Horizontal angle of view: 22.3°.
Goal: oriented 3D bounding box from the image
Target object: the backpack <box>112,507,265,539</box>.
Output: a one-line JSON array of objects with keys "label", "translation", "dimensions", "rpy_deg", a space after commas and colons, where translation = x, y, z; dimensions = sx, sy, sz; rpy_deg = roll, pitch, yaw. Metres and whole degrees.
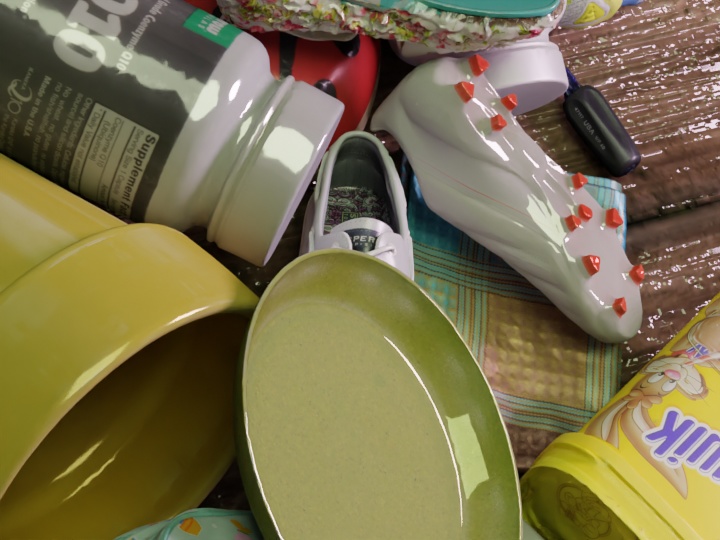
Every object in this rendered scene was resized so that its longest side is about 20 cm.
[{"label": "backpack", "translation": [-0.067, 0.178, 0.847], "dimensions": [0.200, 0.126, 0.168], "rpy_deg": [11, 52, -49]}]

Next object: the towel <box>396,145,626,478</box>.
[{"label": "towel", "translation": [0.086, 0.023, 1.066], "dimensions": [0.146, 0.022, 0.201], "rpy_deg": [11, 62, -12]}]

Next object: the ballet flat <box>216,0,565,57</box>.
[{"label": "ballet flat", "translation": [0.011, -0.152, 1.015], "dimensions": [0.199, 0.064, 0.076], "rpy_deg": [10, 51, -6]}]

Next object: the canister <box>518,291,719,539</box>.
[{"label": "canister", "translation": [0.201, 0.104, 0.997], "dimensions": [0.149, 0.087, 0.200], "rpy_deg": [45, 60, 8]}]

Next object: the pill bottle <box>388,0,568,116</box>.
[{"label": "pill bottle", "translation": [0.059, -0.194, 1.101], "dimensions": [0.112, 0.113, 0.201], "rpy_deg": [-10, 80, -22]}]

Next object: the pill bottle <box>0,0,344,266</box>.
[{"label": "pill bottle", "translation": [-0.117, -0.089, 0.935], "dimensions": [0.199, 0.113, 0.113], "rpy_deg": [27, 60, -1]}]

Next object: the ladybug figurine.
[{"label": "ladybug figurine", "translation": [-0.048, -0.141, 1.073], "dimensions": [0.135, 0.072, 0.201], "rpy_deg": [6, 64, -15]}]

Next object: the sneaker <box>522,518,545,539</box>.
[{"label": "sneaker", "translation": [0.022, 0.152, 0.951], "dimensions": [0.200, 0.075, 0.106], "rpy_deg": [40, 63, 8]}]

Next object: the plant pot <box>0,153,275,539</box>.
[{"label": "plant pot", "translation": [-0.172, 0.038, 0.889], "dimensions": [0.200, 0.201, 0.189], "rpy_deg": [-36, 64, -29]}]

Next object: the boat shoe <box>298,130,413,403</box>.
[{"label": "boat shoe", "translation": [0.000, 0.000, 0.983], "dimensions": [0.072, 0.069, 0.200], "rpy_deg": [7, 40, 0]}]

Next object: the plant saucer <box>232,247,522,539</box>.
[{"label": "plant saucer", "translation": [0.005, 0.088, 0.861], "dimensions": [0.200, 0.031, 0.201], "rpy_deg": [29, 50, -40]}]

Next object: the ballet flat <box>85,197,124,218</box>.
[{"label": "ballet flat", "translation": [-0.143, -0.129, 1.040], "dimensions": [0.070, 0.065, 0.201], "rpy_deg": [-10, 68, -22]}]

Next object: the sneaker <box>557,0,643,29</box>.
[{"label": "sneaker", "translation": [0.122, -0.241, 1.189], "dimensions": [0.105, 0.076, 0.201], "rpy_deg": [-7, 66, -41]}]

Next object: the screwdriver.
[{"label": "screwdriver", "translation": [0.113, -0.141, 1.156], "dimensions": [0.028, 0.029, 0.200], "rpy_deg": [-26, 70, -27]}]

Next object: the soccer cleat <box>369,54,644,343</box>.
[{"label": "soccer cleat", "translation": [0.088, -0.035, 1.050], "dimensions": [0.200, 0.077, 0.069], "rpy_deg": [51, 39, -12]}]
